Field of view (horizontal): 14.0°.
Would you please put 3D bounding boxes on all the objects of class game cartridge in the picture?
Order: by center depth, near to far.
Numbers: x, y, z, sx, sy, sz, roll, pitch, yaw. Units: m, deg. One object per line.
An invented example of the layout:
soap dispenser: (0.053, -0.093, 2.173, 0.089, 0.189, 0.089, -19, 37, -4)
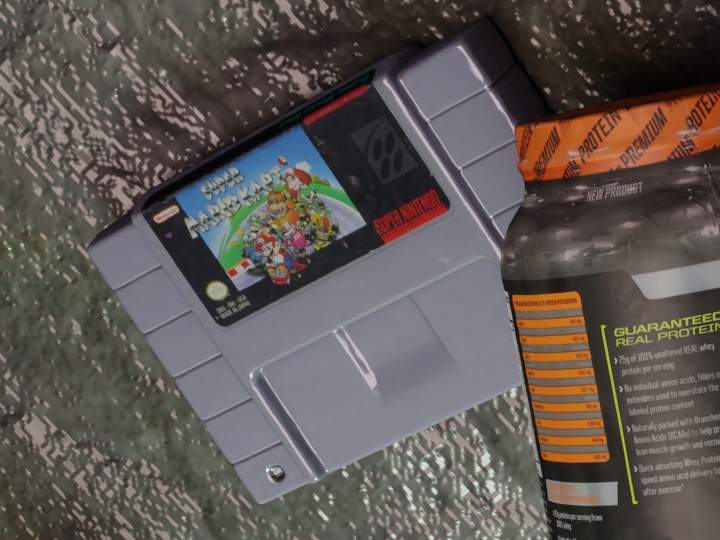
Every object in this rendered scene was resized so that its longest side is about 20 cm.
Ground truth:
game cartridge: (0.000, 0.000, 1.088, 0.199, 0.038, 0.130, -27, 106, 36)

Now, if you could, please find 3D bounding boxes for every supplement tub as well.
supplement tub: (0.115, 0.041, 0.974, 0.122, 0.122, 0.202, -8, 95, 31)
